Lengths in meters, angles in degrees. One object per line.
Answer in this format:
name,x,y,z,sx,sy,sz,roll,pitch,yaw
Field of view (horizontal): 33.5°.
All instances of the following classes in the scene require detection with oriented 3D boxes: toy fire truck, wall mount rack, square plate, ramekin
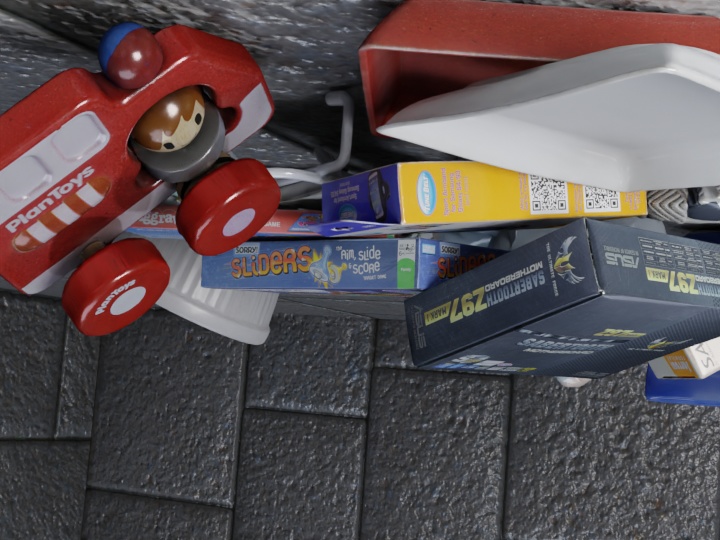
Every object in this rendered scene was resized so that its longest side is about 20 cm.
toy fire truck,-0.140,-0.063,0.680,0.199,0.113,0.168,-36,163,-5
wall mount rack,-0.022,-0.077,0.873,0.198,0.076,0.173,10,169,-41
square plate,0.142,-0.073,0.602,0.198,0.029,0.197,9,173,-36
ramekin,-0.170,-0.008,1.271,0.200,0.095,0.202,27,-176,-2

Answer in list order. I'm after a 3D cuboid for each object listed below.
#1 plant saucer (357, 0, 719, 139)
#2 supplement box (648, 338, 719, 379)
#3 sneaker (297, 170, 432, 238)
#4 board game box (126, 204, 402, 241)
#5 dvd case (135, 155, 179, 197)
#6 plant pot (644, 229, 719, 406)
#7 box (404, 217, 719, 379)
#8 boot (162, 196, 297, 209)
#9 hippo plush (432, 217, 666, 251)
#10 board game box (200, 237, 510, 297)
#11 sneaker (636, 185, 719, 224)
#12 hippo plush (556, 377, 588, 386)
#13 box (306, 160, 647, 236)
plant saucer,0.101,-0.104,0.657,0.197,0.037,0.200,5,174,3
supplement box,0.331,0.013,0.995,0.198,0.074,0.126,-28,176,-5
sneaker,0.028,-0.041,1.028,0.080,0.071,0.199,22,-169,29
board game box,-0.070,-0.032,0.866,0.197,0.020,0.103,3,179,5
dvd case,-0.171,-0.082,0.912,0.144,0.022,0.199,9,-170,-34
plant pot,0.426,0.054,1.224,0.198,0.183,0.198,11,172,-43
box,0.151,0.025,0.779,0.198,0.052,0.157,7,156,-42
boot,-0.109,-0.061,1.093,0.137,0.079,0.198,17,167,-43
hippo plush,0.161,-0.031,0.977,0.159,0.161,0.200,-17,159,-22
board game box,0.000,0.000,0.869,0.198,0.035,0.135,0,177,37
sneaker,0.268,-0.039,0.754,0.198,0.080,0.129,-14,134,44
hippo plush,0.242,0.001,1.185,0.159,0.201,0.160,-41,-175,-38
box,0.066,-0.046,0.759,0.197,0.042,0.119,-1,178,-25
